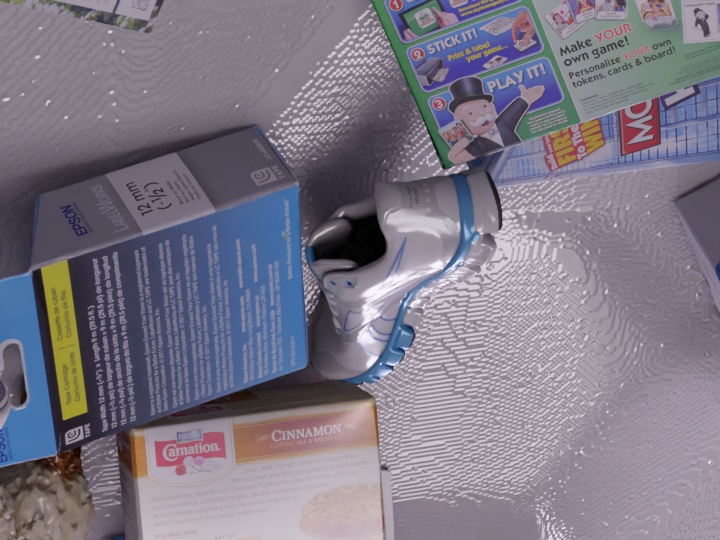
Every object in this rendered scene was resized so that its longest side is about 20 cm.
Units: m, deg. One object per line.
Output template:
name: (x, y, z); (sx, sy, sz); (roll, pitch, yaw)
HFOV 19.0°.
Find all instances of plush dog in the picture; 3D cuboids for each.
plush dog: (-0.231, 0.159, 1.274); (0.171, 0.160, 0.201); (-14, 139, -45)

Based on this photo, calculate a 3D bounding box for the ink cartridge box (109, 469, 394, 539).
ink cartridge box: (-0.062, 0.214, 1.426); (0.199, 0.068, 0.116); (-14, 132, -12)

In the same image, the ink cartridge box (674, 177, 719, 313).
ink cartridge box: (0.287, 0.045, 1.374); (0.084, 0.145, 0.200); (-27, 133, 4)

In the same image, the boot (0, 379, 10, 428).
boot: (-0.259, 0.005, 1.108); (0.199, 0.073, 0.091); (29, 117, 3)

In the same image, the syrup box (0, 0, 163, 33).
syrup box: (-0.185, -0.182, 1.026); (0.199, 0.082, 0.079); (10, 123, -28)

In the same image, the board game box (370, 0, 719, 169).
board game box: (0.112, -0.146, 1.146); (0.199, 0.029, 0.135); (-18, 113, 16)

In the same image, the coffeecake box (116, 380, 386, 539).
coffeecake box: (-0.064, 0.178, 1.325); (0.153, 0.073, 0.201); (-6, 99, -14)

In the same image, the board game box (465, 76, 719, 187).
board game box: (0.146, -0.131, 1.223); (0.199, 0.062, 0.201); (-19, 133, -8)

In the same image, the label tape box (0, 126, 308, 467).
label tape box: (-0.132, 0.017, 1.214); (0.199, 0.066, 0.144); (-17, 134, -18)

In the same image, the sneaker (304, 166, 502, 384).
sneaker: (0.000, 0.000, 1.243); (0.086, 0.075, 0.200); (3, 147, -25)
